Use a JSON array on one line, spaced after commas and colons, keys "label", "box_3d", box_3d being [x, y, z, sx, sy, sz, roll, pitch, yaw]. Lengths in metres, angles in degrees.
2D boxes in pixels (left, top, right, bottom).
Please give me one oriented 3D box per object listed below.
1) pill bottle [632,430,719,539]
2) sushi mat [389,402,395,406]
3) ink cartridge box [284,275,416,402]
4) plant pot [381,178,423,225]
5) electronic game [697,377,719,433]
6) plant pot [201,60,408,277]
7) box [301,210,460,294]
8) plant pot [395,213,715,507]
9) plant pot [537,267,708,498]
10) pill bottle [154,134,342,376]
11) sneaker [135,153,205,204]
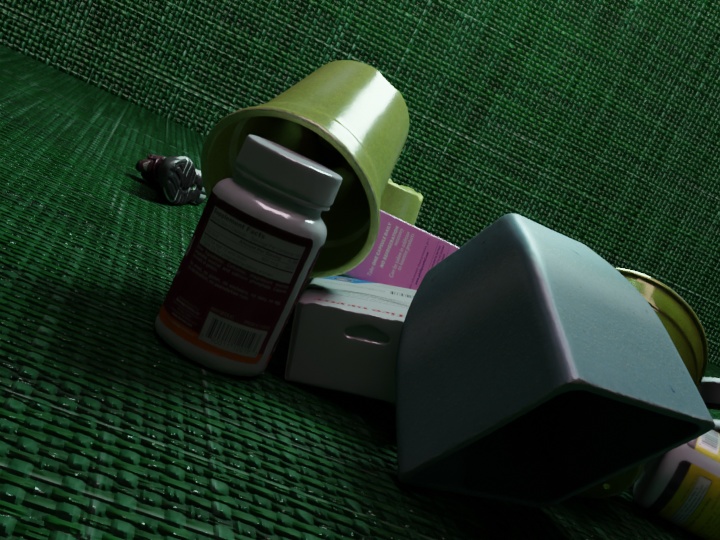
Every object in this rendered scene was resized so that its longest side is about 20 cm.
[{"label": "pill bottle", "box_3d": [0.416, 0.253, 1.058, 0.200, 0.115, 0.114, 27, 9, 10]}, {"label": "sushi mat", "box_3d": [0.050, 0.127, 1.097, 0.095, 0.012, 0.200, 27, 9, 9]}, {"label": "ink cartridge box", "box_3d": [0.007, 0.067, 1.007, 0.144, 0.085, 0.200, 11, 8, 2]}, {"label": "plant pot", "box_3d": [0.009, -0.070, 1.599, 0.200, 0.185, 0.200, 25, 9, -4]}, {"label": "electronic game", "box_3d": [0.418, 0.208, 1.130, 0.200, 0.200, 0.042, 27, 41, 9]}, {"label": "plant pot", "box_3d": [-0.040, -0.128, 1.034, 0.200, 0.201, 0.184, 26, 45, 6]}, {"label": "box", "box_3d": [0.000, 0.000, 1.197, 0.199, 0.097, 0.176, 24, -22, -6]}, {"label": "plant pot", "box_3d": [0.148, 0.071, 0.843, 0.196, 0.196, 0.201, 19, 47, -36]}, {"label": "plant pot", "box_3d": [0.253, 0.131, 1.016, 0.200, 0.201, 0.193, 27, 38, 10]}, {"label": "pill bottle", "box_3d": [-0.101, -0.015, 0.884, 0.114, 0.201, 0.114, 25, 8, -4]}, {"label": "sneaker", "box_3d": [-0.328, -0.158, 1.581, 0.115, 0.076, 0.200, 21, -3, 8]}]
